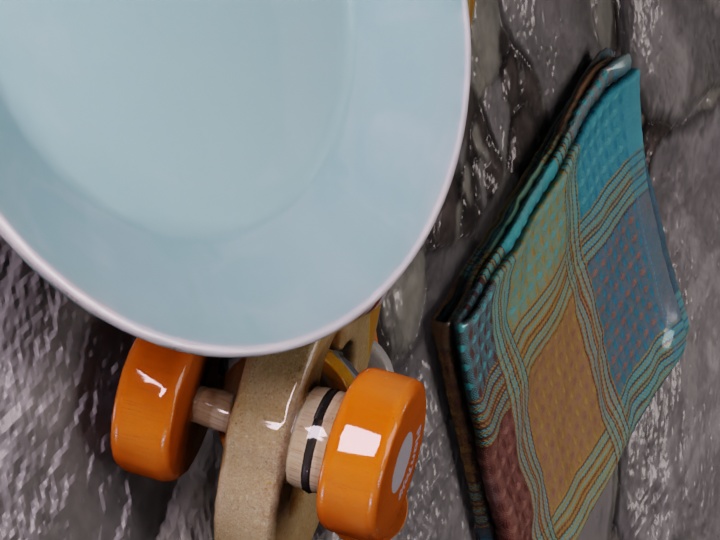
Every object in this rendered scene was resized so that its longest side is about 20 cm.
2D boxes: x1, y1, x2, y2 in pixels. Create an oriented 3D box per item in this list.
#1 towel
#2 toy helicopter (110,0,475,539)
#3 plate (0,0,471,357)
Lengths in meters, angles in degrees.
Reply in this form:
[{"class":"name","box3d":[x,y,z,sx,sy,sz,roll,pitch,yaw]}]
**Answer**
[{"class":"towel","box3d":[0.082,0.024,1.087,0.200,0.022,0.147,-56,139,-50]},{"class":"toy helicopter","box3d":[0.000,0.000,0.837,0.132,0.079,0.200,74,33,-66]},{"class":"plate","box3d":[-0.048,-0.075,0.737,0.200,0.026,0.201,12,73,-43]}]
